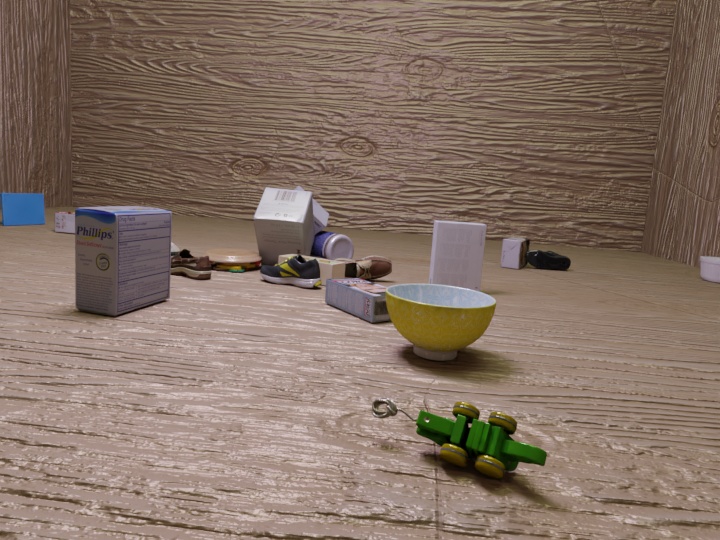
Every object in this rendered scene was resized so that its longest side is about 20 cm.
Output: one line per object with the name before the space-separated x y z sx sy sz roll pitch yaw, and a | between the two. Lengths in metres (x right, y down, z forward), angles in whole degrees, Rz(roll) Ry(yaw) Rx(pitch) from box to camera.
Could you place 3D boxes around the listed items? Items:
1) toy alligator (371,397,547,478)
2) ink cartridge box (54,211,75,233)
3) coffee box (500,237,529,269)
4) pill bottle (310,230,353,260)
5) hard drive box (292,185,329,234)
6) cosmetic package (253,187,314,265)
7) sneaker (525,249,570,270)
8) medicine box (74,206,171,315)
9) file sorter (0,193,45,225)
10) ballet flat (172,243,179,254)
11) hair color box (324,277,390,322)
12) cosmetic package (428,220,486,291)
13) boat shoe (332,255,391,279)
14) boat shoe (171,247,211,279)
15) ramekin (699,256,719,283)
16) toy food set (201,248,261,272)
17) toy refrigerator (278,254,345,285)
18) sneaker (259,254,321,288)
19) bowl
toy alligator | 0.105 0.181 0.581 0.196 0.060 0.055 8 -32 31
ink cartridge box | -1.187 -0.207 2.311 0.194 0.086 0.175 5 9 12
coffee box | 0.660 -0.077 2.259 0.078 0.118 0.199 8 10 27
pill bottle | -0.122 -0.081 1.906 0.114 0.119 0.198 -3 11 -37
hard drive box | -0.235 -0.179 1.898 0.155 0.198 0.078 40 34 -25
cosmetic package | -0.248 -0.140 1.768 0.163 0.203 0.169 5 44 4
sneaker | 0.783 -0.047 2.268 0.194 0.078 0.114 6 7 -8
medicine box | -0.492 -0.028 1.115 0.100 0.206 0.182 6 9 14
file sorter | -1.583 -0.284 2.439 0.120 0.143 0.199 4 8 21
ballet flat | -0.689 -0.083 1.827 0.066 0.064 0.200 7 9 16
hair color box | 0.009 0.064 1.231 0.097 0.062 0.198 -2 11 -35
cosmetic package | 0.281 -0.038 1.547 0.146 0.206 0.052 4 9 -5
boat shoe | 0.000 0.000 1.630 0.194 0.078 0.074 -4 14 1
boat shoe | -0.503 -0.027 1.520 0.198 0.077 0.074 8 10 25
ramekin | 1.548 0.001 2.250 0.196 0.097 0.202 4 8 -1
toy food set | -0.416 -0.035 1.702 0.195 0.050 0.197 9 10 23
toy refrigerator | -0.146 -0.006 1.574 0.196 0.072 0.075 10 10 30
sneaker | -0.194 -0.005 1.497 0.195 0.087 0.074 8 9 21
bowl | 0.137 0.095 0.942 0.194 0.111 0.200 4 9 -1
